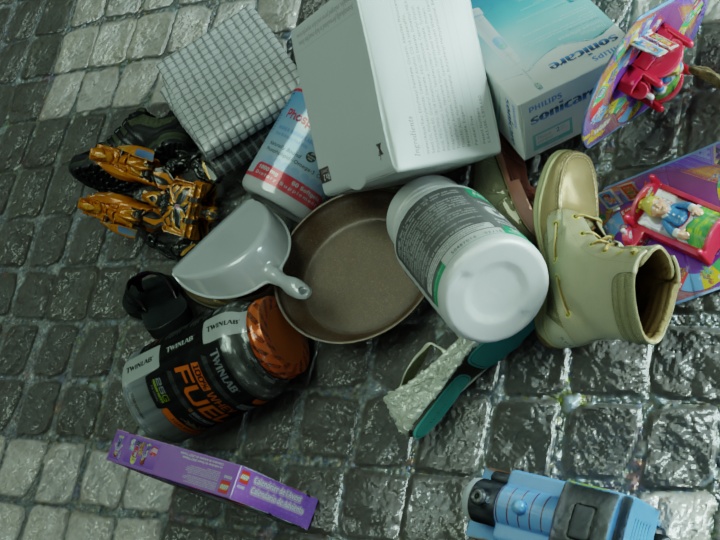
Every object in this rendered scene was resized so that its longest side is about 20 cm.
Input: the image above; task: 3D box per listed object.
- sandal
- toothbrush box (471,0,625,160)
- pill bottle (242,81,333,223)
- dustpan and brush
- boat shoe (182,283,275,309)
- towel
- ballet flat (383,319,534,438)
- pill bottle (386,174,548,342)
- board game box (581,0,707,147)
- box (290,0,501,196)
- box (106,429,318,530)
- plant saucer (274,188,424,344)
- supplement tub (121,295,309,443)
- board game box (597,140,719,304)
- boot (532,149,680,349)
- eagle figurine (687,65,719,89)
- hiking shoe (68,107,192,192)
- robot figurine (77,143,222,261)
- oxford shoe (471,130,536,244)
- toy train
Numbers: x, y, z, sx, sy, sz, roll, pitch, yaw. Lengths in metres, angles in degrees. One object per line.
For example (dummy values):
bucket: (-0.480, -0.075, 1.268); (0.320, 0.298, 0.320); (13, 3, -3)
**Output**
sandal: (-0.258, 0.031, 1.593); (0.075, 0.048, 0.200); (-34, 23, -13)
toothbrush box: (0.187, -0.233, 1.371); (0.146, 0.085, 0.200); (-27, 48, -8)
pill bottle: (-0.050, -0.161, 1.532); (0.109, 0.109, 0.200); (26, 85, 42)
dustpan and brush: (-0.117, -0.007, 1.450); (0.140, 0.057, 0.200); (-45, 28, -15)
boat shoe: (-0.154, 0.009, 1.549); (0.200, 0.069, 0.074); (4, 70, 39)
towel: (-0.160, -0.229, 1.646); (0.165, 0.086, 0.200); (-33, 51, -2)
ballet flat: (0.098, 0.087, 1.310); (0.200, 0.072, 0.072); (-46, 48, 8)
pill bottle: (0.100, -0.019, 1.283); (0.113, 0.113, 0.200); (-48, 30, 7)
board game box: (0.293, -0.192, 1.242); (0.039, 0.200, 0.158); (38, 137, 22)
box: (0.033, -0.196, 1.373); (0.199, 0.131, 0.200); (-11, 91, 67)
box: (-0.164, 0.229, 1.397); (0.200, 0.137, 0.039); (8, 73, 39)
plant saucer: (0.000, 0.000, 1.439); (0.200, 0.037, 0.201); (-12, 56, 18)
supplement tub: (-0.166, 0.112, 1.469); (0.200, 0.122, 0.123); (-27, 53, 24)
board game box: (0.305, -0.048, 1.247); (0.200, 0.039, 0.158); (-22, 55, 28)
boot: (0.235, -0.025, 1.219); (0.155, 0.073, 0.200); (-7, 76, 60)
eagle figurine: (0.439, -0.199, 1.189); (0.200, 0.151, 0.152); (-36, 88, -21)
hiking shoe: (-0.315, -0.173, 1.775); (0.200, 0.076, 0.101); (-11, 52, 23)
robot figurine: (-0.272, -0.095, 1.668); (0.200, 0.058, 0.145); (17, 97, 26)
oxford shoe: (0.141, -0.102, 1.384); (0.074, 0.071, 0.200); (-37, 49, 23)
toy train: (0.181, 0.228, 1.150); (0.200, 0.114, 0.087); (8, 72, 39)
